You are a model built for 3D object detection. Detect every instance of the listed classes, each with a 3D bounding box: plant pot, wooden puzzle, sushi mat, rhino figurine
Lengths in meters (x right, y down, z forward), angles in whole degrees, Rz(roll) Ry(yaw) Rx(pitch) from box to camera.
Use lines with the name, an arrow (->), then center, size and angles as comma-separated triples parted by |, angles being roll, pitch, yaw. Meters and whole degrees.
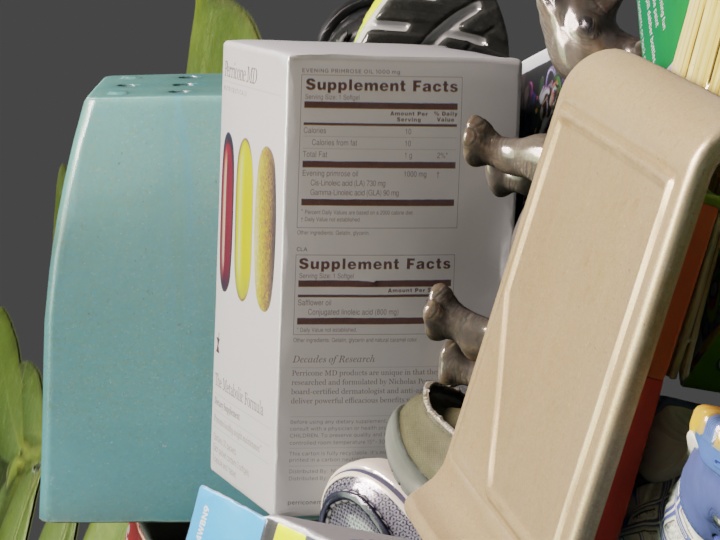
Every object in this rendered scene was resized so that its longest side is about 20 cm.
plant pot -> -0.082, 0.008, 1.435 | 0.141, 0.140, 0.201 | -83, -7, -79
wooden puzzle -> 0.081, 0.024, 1.071 | 0.185, 0.037, 0.201 | -130, 61, -75
sushi mat -> 0.128, -0.064, 1.065 | 0.096, 0.012, 0.201 | -125, 48, -69
rhino figurine -> 0.089, -0.038, 1.229 | 0.060, 0.087, 0.201 | 1, -77, -66

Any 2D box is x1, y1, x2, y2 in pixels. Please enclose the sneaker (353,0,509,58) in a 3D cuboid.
sneaker -> 0.015, -0.063, 1.424 | 0.090, 0.078, 0.201 | -113, 36, -67

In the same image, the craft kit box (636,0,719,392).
craft kit box -> 0.162, -0.089, 1.061 | 0.198, 0.048, 0.201 | 122, 153, -47

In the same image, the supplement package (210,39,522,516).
supplement package -> 0.000, 0.000, 1.314 | 0.114, 0.109, 0.201 | -159, 70, -71

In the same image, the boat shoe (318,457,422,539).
boat shoe -> 0.011, 0.176, 1.202 | 0.075, 0.092, 0.201 | -38, 70, 44

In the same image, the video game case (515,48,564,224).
video game case -> 0.067, 0.002, 1.378 | 0.182, 0.023, 0.201 | 159, 121, -73

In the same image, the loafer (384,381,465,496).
loafer -> 0.080, 0.091, 1.177 | 0.070, 0.075, 0.200 | -60, 37, 7

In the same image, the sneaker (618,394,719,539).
sneaker -> 0.132, 0.092, 1.000 | 0.200, 0.075, 0.089 | 165, 118, -84

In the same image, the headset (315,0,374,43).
headset -> -0.002, -0.088, 1.543 | 0.124, 0.093, 0.200 | -95, 19, -43

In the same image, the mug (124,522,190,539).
mug -> -0.078, 0.202, 1.577 | 0.200, 0.133, 0.178 | 112, 162, -47

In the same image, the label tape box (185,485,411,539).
label tape box -> 0.010, 0.179, 1.112 | 0.199, 0.066, 0.144 | 21, 100, 41
